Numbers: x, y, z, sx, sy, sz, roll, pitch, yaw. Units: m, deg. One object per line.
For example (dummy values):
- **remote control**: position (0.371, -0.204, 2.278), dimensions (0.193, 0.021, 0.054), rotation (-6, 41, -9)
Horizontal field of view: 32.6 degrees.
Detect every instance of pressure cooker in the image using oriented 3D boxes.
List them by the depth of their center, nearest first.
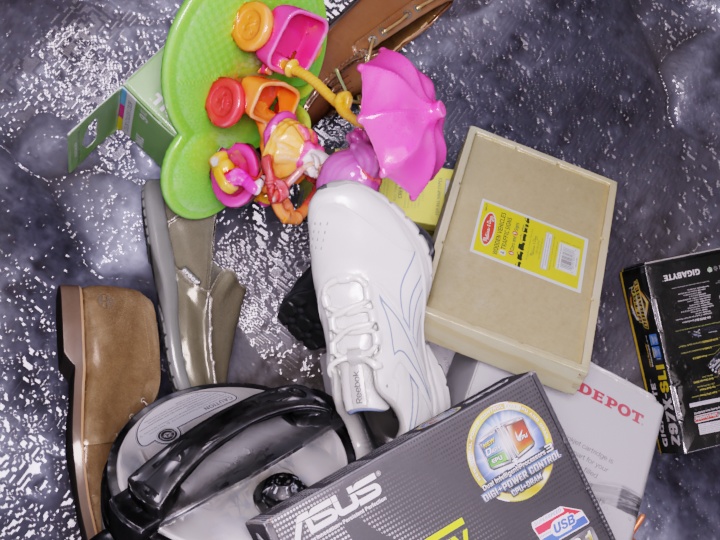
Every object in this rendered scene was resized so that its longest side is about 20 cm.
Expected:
- **pressure cooker**: position (-0.083, 0.171, 0.818), dimensions (0.177, 0.201, 0.176), rotation (6, 35, 1)

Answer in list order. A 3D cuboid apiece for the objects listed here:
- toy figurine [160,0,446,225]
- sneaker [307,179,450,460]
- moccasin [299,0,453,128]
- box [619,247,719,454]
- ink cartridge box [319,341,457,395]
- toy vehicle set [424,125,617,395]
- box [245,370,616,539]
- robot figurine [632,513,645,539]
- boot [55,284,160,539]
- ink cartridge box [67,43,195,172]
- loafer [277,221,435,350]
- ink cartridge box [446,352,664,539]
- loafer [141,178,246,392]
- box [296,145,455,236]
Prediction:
- **toy figurine**: position (-0.030, -0.091, 0.826), dimensions (0.150, 0.184, 0.201), rotation (8, 109, -52)
- **sneaker**: position (0.009, 0.041, 0.777), dimensions (0.074, 0.087, 0.201), rotation (-9, 110, 23)
- **moccasin**: position (0.000, -0.163, 0.984), dimensions (0.078, 0.074, 0.202), rotation (39, 66, 2)
- **box**: position (0.332, 0.056, 1.043), dimensions (0.199, 0.049, 0.161), rotation (-11, 87, -16)
- **ink cartridge box**: position (0.078, 0.103, 0.960), dimensions (0.199, 0.067, 0.117), rotation (-9, 82, -15)
- **toy vehicle set**: position (0.114, -0.013, 0.890), dimensions (0.124, 0.027, 0.201), rotation (21, 47, -1)
- **box**: position (0.054, 0.175, 0.739), dimensions (0.199, 0.044, 0.161), rotation (-25, 89, -24)
- **robot figurine**: position (0.169, 0.282, 0.931), dimensions (0.116, 0.143, 0.202), rotation (14, 77, -40)
- **boot**: position (-0.179, 0.108, 0.896), dimensions (0.075, 0.074, 0.202), rotation (0, 78, -21)
- **ink cartridge box**: position (-0.128, -0.136, 0.926), dimensions (0.059, 0.104, 0.200), rotation (44, 74, -3)
- **loafer**: position (0.000, 0.000, 0.889), dimensions (0.068, 0.200, 0.070), rotation (44, 61, -5)
- **ink cartridge box**: position (0.111, 0.157, 0.855), dimensions (0.144, 0.084, 0.201), rotation (28, 59, -7)
- **loafer**: position (-0.117, 0.025, 0.919), dimensions (0.069, 0.075, 0.202), rotation (-10, 84, -11)
- **box**: position (0.054, -0.052, 0.976), dimensions (0.199, 0.075, 0.051), rotation (9, 80, -14)
